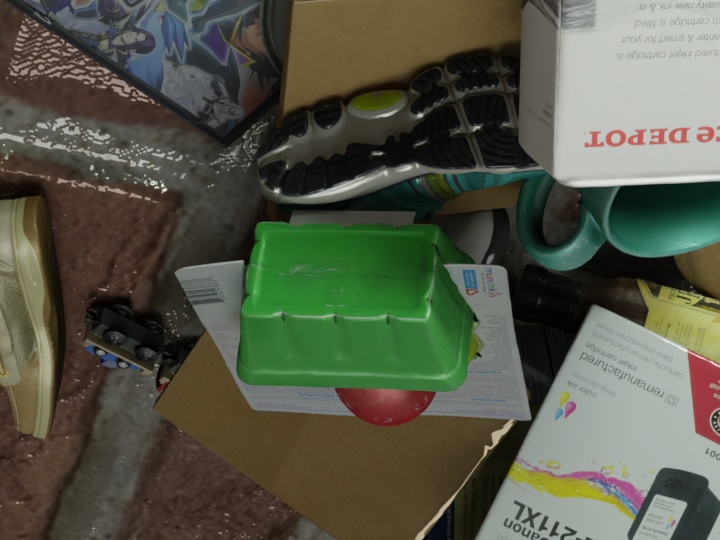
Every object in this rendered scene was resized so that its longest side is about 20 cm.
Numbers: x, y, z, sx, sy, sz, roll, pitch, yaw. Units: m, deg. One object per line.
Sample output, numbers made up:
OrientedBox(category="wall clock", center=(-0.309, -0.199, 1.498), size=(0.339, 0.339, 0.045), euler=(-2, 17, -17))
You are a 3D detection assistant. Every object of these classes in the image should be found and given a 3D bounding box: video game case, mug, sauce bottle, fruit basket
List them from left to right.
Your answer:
OrientedBox(category="video game case", center=(-0.082, -0.179, 0.956), size=(0.181, 0.026, 0.200), euler=(33, 123, -31))
OrientedBox(category="fruit basket", center=(0.004, 0.040, 0.969), size=(0.185, 0.094, 0.200), euler=(1, 157, 12))
OrientedBox(category="mug", center=(0.176, -0.094, 0.978), size=(0.185, 0.115, 0.152), euler=(-18, 148, -11))
OrientedBox(category="sauce bottle", center=(0.204, 0.041, 1.133), size=(0.200, 0.065, 0.065), euler=(17, 135, 10))

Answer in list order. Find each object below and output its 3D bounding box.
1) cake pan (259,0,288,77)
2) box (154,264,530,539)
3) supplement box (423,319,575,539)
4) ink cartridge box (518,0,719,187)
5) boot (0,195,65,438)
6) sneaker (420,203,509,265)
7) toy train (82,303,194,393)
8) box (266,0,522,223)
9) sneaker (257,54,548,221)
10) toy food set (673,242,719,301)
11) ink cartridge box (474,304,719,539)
OrientedBox(category="cake pan", center=(0.042, -0.148, 0.959), size=(0.200, 0.037, 0.200), euler=(-10, 145, -7))
OrientedBox(category="box", center=(-0.015, 0.087, 1.080), size=(0.200, 0.021, 0.164), euler=(35, 112, -1))
OrientedBox(category="supplement box", center=(0.142, 0.147, 1.217), size=(0.199, 0.134, 0.200), euler=(-4, 135, -1))
OrientedBox(category="ink cartridge box", center=(0.157, -0.151, 0.817), size=(0.146, 0.083, 0.200), euler=(-3, 109, -9))
OrientedBox(category="boot", center=(-0.283, 0.035, 1.115), size=(0.155, 0.073, 0.200), euler=(-1, 133, -4))
OrientedBox(category="sneaker", center=(0.000, 0.001, 1.097), size=(0.108, 0.067, 0.201), euler=(27, 138, -28))
OrientedBox(category="toy train", center=(-0.125, 0.078, 1.200), size=(0.200, 0.034, 0.046), euler=(32, 136, -31))
OrientedBox(category="box", center=(0.031, -0.099, 0.969), size=(0.163, 0.021, 0.200), euler=(-6, 145, -12))
OrientedBox(category="sneaker", center=(0.041, -0.068, 0.943), size=(0.200, 0.078, 0.080), euler=(-9, 152, 12))
OrientedBox(category="toy food set", center=(0.306, -0.044, 1.105), size=(0.200, 0.049, 0.198), euler=(-30, 129, 23))
OrientedBox(category="ink cartridge box", center=(0.168, 0.147, 1.050), size=(0.146, 0.200, 0.083), euler=(26, 171, 10))
